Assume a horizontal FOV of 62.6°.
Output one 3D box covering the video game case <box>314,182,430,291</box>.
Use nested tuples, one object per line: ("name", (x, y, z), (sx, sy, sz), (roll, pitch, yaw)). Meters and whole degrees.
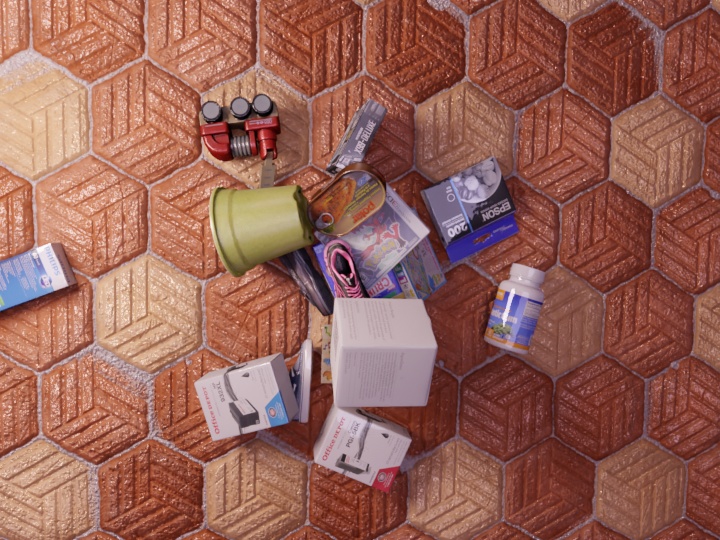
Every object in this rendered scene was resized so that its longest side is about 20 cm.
("video game case", (0.025, -0.085, 1.321), (0.200, 0.023, 0.182), (-44, 91, 15))

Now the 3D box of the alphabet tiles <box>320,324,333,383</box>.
("alphabet tiles", (-0.007, 0.192, 1.352), (0.164, 0.006, 0.203), (2, 95, -7))

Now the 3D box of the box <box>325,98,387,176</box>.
("box", (-0.013, -0.285, 1.318), (0.049, 0.200, 0.159), (27, 92, -11))

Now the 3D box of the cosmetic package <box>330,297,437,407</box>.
("cosmetic package", (0.042, 0.170, 1.244), (0.197, 0.166, 0.167), (2, 122, -7))

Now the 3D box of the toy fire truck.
("toy fire truck", (-0.261, -0.273, 1.344), (0.173, 0.129, 0.203), (-9, 85, -5))

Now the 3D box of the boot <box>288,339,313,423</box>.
("boot", (-0.162, 0.261, 1.406), (0.089, 0.073, 0.203), (5, 94, -1))

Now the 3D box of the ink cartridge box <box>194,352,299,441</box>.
("ink cartridge box", (-0.260, 0.291, 1.361), (0.197, 0.084, 0.147), (-16, 94, 14))

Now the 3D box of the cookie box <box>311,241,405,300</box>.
("cookie box", (0.000, 0.000, 1.403), (0.169, 0.075, 0.202), (-25, 96, -4))

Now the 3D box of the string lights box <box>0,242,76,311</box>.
("string lights box", (-0.760, 0.020, 1.329), (0.197, 0.059, 0.104), (-20, 97, -4))

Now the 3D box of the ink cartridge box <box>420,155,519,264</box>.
("ink cartridge box", (0.273, -0.145, 1.440), (0.196, 0.043, 0.202), (-26, 98, -4))

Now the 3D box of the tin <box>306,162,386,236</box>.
("tin", (-0.029, -0.147, 1.249), (0.112, 0.042, 0.199), (42, 127, -19))

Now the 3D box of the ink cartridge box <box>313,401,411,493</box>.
("ink cartridge box", (0.002, 0.422, 1.430), (0.198, 0.083, 0.148), (24, 92, -8))

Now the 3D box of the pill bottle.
("pill bottle", (0.378, 0.090, 1.433), (0.110, 0.112, 0.203), (15, 92, -7))

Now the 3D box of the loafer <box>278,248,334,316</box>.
("loafer", (-0.129, 0.024, 1.403), (0.062, 0.072, 0.202), (-28, 91, 16))

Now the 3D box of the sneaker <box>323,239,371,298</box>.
("sneaker", (-0.024, 0.032, 1.288), (0.078, 0.095, 0.202), (-25, 98, -5))

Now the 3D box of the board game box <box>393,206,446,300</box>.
("board game box", (0.121, -0.035, 1.394), (0.134, 0.034, 0.202), (-31, 99, -46))

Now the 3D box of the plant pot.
("plant pot", (-0.203, -0.103, 1.293), (0.181, 0.200, 0.203), (-12, 96, 8))
